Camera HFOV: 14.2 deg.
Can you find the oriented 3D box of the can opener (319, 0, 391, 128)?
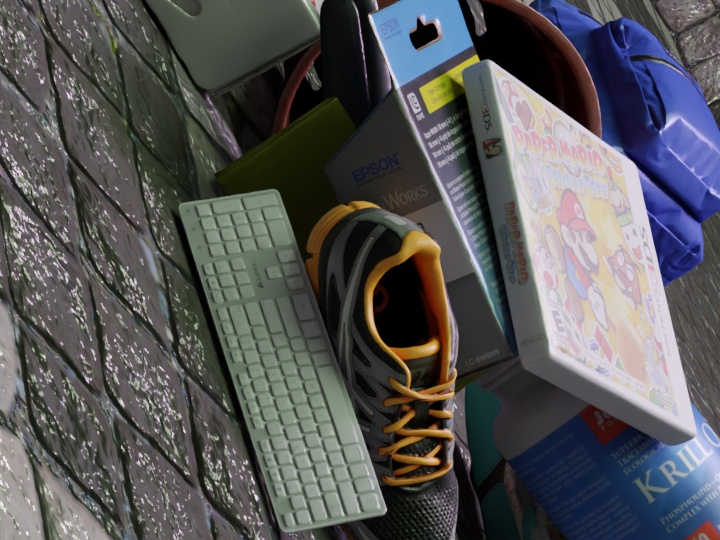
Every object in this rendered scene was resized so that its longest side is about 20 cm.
[{"bbox_3d":[0.000,-0.067,1.687,0.063,0.079,0.200,-59,147,-64],"label":"can opener"}]

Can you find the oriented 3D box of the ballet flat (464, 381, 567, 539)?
[{"bbox_3d":[0.108,0.136,1.833,0.064,0.076,0.200,15,47,-24],"label":"ballet flat"}]

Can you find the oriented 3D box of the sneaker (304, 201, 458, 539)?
[{"bbox_3d":[0.018,0.064,1.507,0.077,0.078,0.200,3,-75,61],"label":"sneaker"}]

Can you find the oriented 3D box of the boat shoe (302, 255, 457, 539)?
[{"bbox_3d":[0.008,0.079,1.580,0.200,0.065,0.073,58,13,-23],"label":"boat shoe"}]

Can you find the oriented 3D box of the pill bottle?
[{"bbox_3d":[0.150,0.106,1.747,0.200,0.112,0.112,52,13,1],"label":"pill bottle"}]

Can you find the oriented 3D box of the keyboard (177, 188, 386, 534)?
[{"bbox_3d":[-0.042,0.044,1.485,0.011,0.056,0.200,98,-24,-59],"label":"keyboard"}]

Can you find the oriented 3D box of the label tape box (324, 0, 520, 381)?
[{"bbox_3d":[0.042,-0.051,1.609,0.200,0.063,0.144,66,23,-5],"label":"label tape box"}]

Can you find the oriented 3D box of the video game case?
[{"bbox_3d":[0.127,-0.007,1.645,0.200,0.023,0.182,28,46,-56],"label":"video game case"}]

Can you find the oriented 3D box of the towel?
[{"bbox_3d":[0.000,0.000,1.666,0.200,0.086,0.018,57,-5,-25],"label":"towel"}]

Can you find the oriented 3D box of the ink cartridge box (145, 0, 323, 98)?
[{"bbox_3d":[-0.086,-0.214,1.745,0.147,0.083,0.200,59,13,-22],"label":"ink cartridge box"}]

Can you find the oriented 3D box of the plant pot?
[{"bbox_3d":[0.034,-0.115,1.821,0.201,0.201,0.195,58,6,-24],"label":"plant pot"}]

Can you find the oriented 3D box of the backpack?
[{"bbox_3d":[0.157,-0.091,2.002,0.163,0.168,0.200,46,17,-42],"label":"backpack"}]
